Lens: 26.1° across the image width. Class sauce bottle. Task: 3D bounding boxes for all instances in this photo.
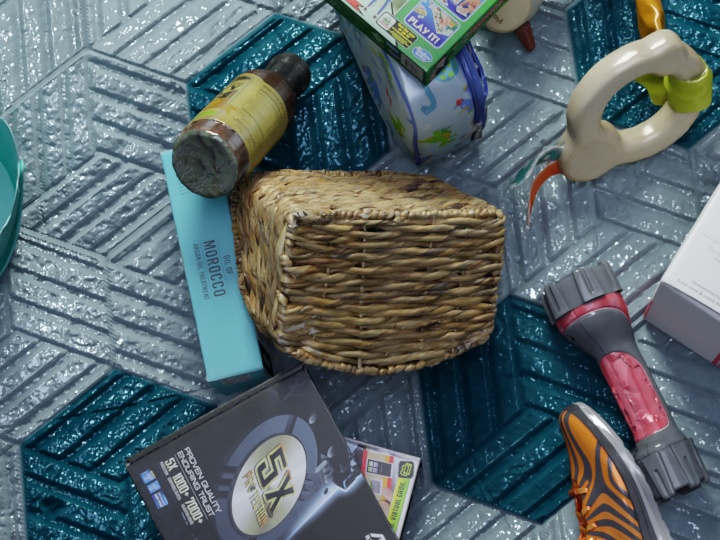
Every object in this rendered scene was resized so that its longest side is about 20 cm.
[{"bbox_3d":[-0.093,-0.128,1.300,0.064,0.200,0.065,8,119,15],"label":"sauce bottle"}]

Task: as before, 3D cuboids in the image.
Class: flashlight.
[{"bbox_3d":[0.218,0.093,1.285,0.067,0.068,0.201,-20,75,-13],"label":"flashlight"}]

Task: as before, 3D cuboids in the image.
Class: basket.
[{"bbox_3d":[0.000,0.000,1.282,0.199,0.149,0.144,-2,106,-24],"label":"basket"}]

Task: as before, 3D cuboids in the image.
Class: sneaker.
[{"bbox_3d":[0.186,0.213,1.257,0.112,0.078,0.201,-26,77,-4],"label":"sneaker"}]

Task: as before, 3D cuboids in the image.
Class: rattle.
[{"bbox_3d":[0.192,-0.151,1.344,0.200,0.130,0.143,-39,65,21],"label":"rattle"}]

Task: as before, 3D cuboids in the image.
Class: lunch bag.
[{"bbox_3d":[0.038,-0.197,1.313,0.082,0.161,0.201,-24,76,-2],"label":"lunch bag"}]

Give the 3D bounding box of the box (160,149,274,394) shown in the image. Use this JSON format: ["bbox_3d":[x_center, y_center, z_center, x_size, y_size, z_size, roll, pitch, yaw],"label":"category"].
[{"bbox_3d":[-0.121,-0.001,1.318,0.049,0.082,0.201,-13,77,1],"label":"box"}]

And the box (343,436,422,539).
[{"bbox_3d":[-0.027,0.239,1.284,0.109,0.035,0.201,14,79,6],"label":"box"}]

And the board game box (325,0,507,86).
[{"bbox_3d":[0.023,-0.259,1.235,0.200,0.029,0.135,41,78,11],"label":"board game box"}]

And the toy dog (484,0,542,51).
[{"bbox_3d":[0.171,-0.267,1.352,0.199,0.096,0.132,-31,34,25],"label":"toy dog"}]

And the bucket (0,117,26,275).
[{"bbox_3d":[-0.380,-0.060,1.305,0.206,0.135,0.209,1,78,-5],"label":"bucket"}]

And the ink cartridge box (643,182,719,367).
[{"bbox_3d":[0.321,-0.036,1.270,0.085,0.146,0.200,33,81,11],"label":"ink cartridge box"}]

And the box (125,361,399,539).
[{"bbox_3d":[-0.066,0.203,1.232,0.163,0.086,0.201,-28,77,-4],"label":"box"}]
